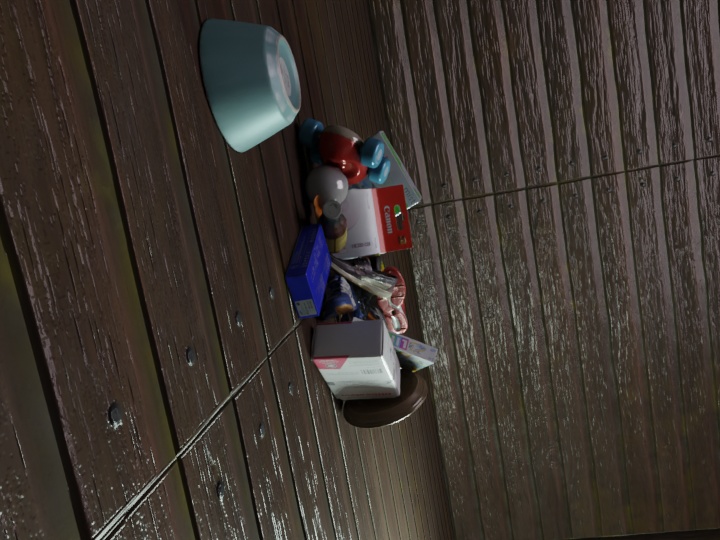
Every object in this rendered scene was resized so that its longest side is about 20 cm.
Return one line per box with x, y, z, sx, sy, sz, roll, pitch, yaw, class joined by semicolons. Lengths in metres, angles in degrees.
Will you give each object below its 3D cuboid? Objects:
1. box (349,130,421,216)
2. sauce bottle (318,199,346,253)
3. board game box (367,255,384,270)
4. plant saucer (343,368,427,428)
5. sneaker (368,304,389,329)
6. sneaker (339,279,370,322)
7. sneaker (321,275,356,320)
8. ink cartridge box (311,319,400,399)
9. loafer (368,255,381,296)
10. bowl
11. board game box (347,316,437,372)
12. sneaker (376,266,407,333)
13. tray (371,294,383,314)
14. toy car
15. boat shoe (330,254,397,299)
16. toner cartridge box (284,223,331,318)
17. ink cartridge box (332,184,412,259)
0.033;-0.221;1.604;0.201;0.176;0.097;59;14;-7;box
-0.058;-0.094;1.350;0.200;0.065;0.067;103;-18;-73;sauce bottle
0.003;-0.015;1.645;0.201;0.101;0.048;69;17;-52;board game box
0.051;0.277;1.403;0.200;0.198;0.030;-74;145;-67;plant saucer
0.042;0.147;1.571;0.077;0.078;0.201;10;37;-43;sneaker
-0.018;0.104;1.506;0.075;0.078;0.202;7;71;-64;sneaker
-0.056;0.056;1.377;0.200;0.075;0.089;49;25;-88;sneaker
-0.004;0.188;1.304;0.201;0.145;0.083;69;20;-54;ink cartridge box
0.006;0.025;1.579;0.200;0.071;0.074;113;-18;-59;loafer
-0.157;-0.292;0.971;0.201;0.104;0.203;-9;90;-81;bowl
0.054;0.167;1.399;0.134;0.198;0.034;132;-22;-66;board game box
0.077;0.057;1.646;0.116;0.078;0.202;-98;-177;-58;sneaker
0.030;0.158;1.665;0.022;0.107;0.201;27;45;-32;tray
-0.060;-0.200;1.395;0.177;0.183;0.201;51;61;-72;toy car
0.000;0.000;1.450;0.065;0.199;0.072;-60;-155;2;boat shoe
-0.098;-0.004;1.232;0.201;0.043;0.096;-81;160;-59;toner cartridge box
0.016;-0.117;1.522;0.057;0.198;0.164;-10;90;-85;ink cartridge box
